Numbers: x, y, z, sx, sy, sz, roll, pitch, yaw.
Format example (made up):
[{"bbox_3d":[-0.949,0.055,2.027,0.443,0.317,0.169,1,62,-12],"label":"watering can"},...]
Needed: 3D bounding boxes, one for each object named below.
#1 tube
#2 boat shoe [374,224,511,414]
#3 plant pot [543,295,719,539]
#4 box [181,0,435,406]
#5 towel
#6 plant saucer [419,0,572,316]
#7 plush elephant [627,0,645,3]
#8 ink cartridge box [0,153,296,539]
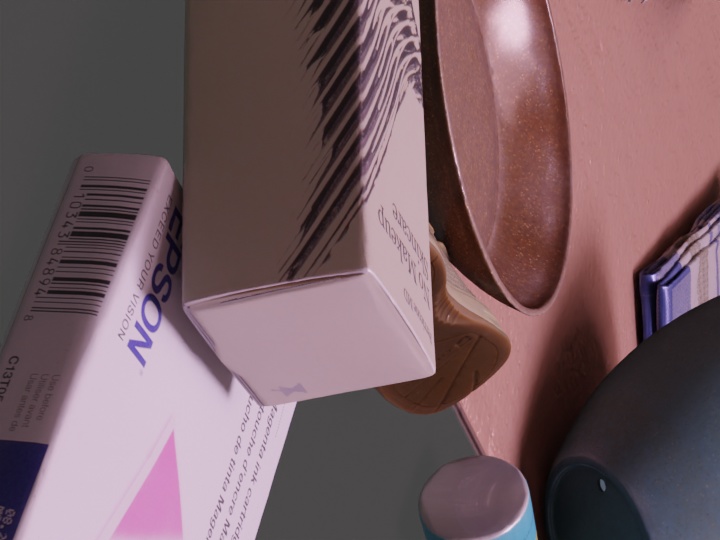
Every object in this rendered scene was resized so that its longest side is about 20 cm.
[{"bbox_3d":[0.068,0.170,1.216,0.078,0.050,0.200,-60,150,-35],"label":"tube"},{"bbox_3d":[0.000,0.000,1.023,0.065,0.072,0.200,58,10,26],"label":"boat shoe"},{"bbox_3d":[0.174,0.120,1.311,0.134,0.200,0.201,-16,110,-30],"label":"plant pot"},{"bbox_3d":[-0.019,-0.060,0.899,0.082,0.068,0.201,56,27,-56],"label":"box"},{"bbox_3d":[0.207,0.037,1.554,0.200,0.024,0.147,-39,129,-58],"label":"towel"},{"bbox_3d":[0.050,-0.078,1.130,0.200,0.037,0.201,-7,90,-70],"label":"plant saucer"},{"bbox_3d":[0.245,-0.211,1.450,0.200,0.154,0.165,-60,144,-49],"label":"plush elephant"},{"bbox_3d":[-0.074,0.097,0.876,0.200,0.043,0.197,61,38,-48],"label":"ink cartridge box"}]
